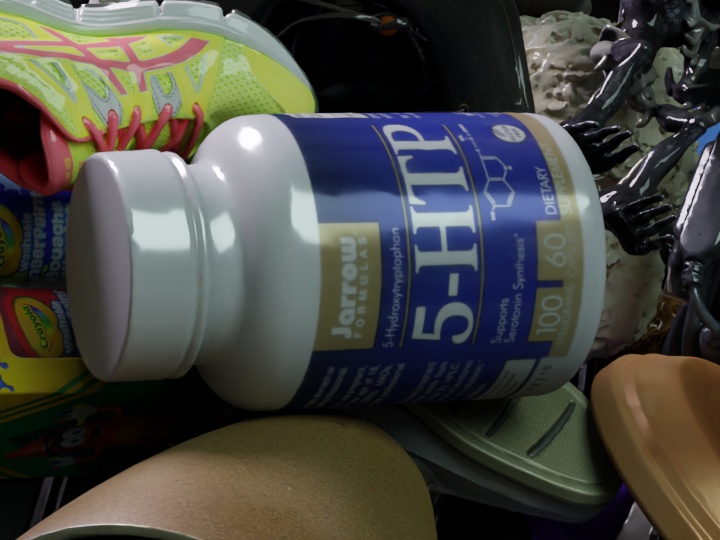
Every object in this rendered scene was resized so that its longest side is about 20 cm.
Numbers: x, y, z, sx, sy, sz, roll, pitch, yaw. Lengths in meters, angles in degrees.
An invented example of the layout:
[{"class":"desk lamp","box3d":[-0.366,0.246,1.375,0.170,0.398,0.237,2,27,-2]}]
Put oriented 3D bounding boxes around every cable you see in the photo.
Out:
[{"class":"cable","box3d":[0.194,-0.026,1.229,0.050,0.163,0.201,14,65,16]}]

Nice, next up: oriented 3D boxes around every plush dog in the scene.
[{"class":"plush dog","box3d":[0.108,-0.036,1.244,0.199,0.160,0.173,17,70,-24]}]

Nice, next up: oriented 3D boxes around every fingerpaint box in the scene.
[{"class":"fingerpaint box","box3d":[-0.158,-0.014,1.067,0.166,0.073,0.201,1,54,-36]}]

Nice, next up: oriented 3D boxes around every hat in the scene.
[{"class":"hat","box3d":[-0.008,-0.074,1.148,0.200,0.201,0.081,41,9,1]}]

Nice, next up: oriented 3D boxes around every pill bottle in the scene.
[{"class":"pill bottle","box3d":[-0.012,-0.004,1.015,0.199,0.120,0.120,-2,56,-24]}]

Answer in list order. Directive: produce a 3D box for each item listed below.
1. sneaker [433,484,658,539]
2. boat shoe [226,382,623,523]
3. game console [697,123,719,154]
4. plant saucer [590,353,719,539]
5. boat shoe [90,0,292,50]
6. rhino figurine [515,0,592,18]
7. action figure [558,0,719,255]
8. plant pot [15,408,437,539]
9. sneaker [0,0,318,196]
[{"class":"sneaker","box3d":[0.085,0.111,1.141,0.099,0.070,0.200,23,37,3]},{"class":"boat shoe","box3d":[0.020,0.063,1.101,0.199,0.069,0.075,26,38,10]},{"class":"game console","box3d":[0.265,-0.009,1.412,0.201,0.118,0.171,61,15,22]},{"class":"plant saucer","box3d":[0.184,0.109,1.102,0.200,0.037,0.200,40,19,-17]},{"class":"boat shoe","box3d":[-0.108,-0.135,1.204,0.201,0.086,0.075,34,24,-17]},{"class":"rhino figurine","box3d":[0.081,-0.154,1.273,0.087,0.200,0.060,6,74,0]},{"class":"action figure","box3d":[0.150,-0.104,1.127,0.119,0.102,0.201,52,49,-34]},{"class":"plant pot","box3d":[-0.041,0.138,0.965,0.186,0.187,0.200,40,28,0]},{"class":"sneaker","box3d":[-0.112,-0.064,1.037,0.199,0.078,0.091,8,50,-18]}]
